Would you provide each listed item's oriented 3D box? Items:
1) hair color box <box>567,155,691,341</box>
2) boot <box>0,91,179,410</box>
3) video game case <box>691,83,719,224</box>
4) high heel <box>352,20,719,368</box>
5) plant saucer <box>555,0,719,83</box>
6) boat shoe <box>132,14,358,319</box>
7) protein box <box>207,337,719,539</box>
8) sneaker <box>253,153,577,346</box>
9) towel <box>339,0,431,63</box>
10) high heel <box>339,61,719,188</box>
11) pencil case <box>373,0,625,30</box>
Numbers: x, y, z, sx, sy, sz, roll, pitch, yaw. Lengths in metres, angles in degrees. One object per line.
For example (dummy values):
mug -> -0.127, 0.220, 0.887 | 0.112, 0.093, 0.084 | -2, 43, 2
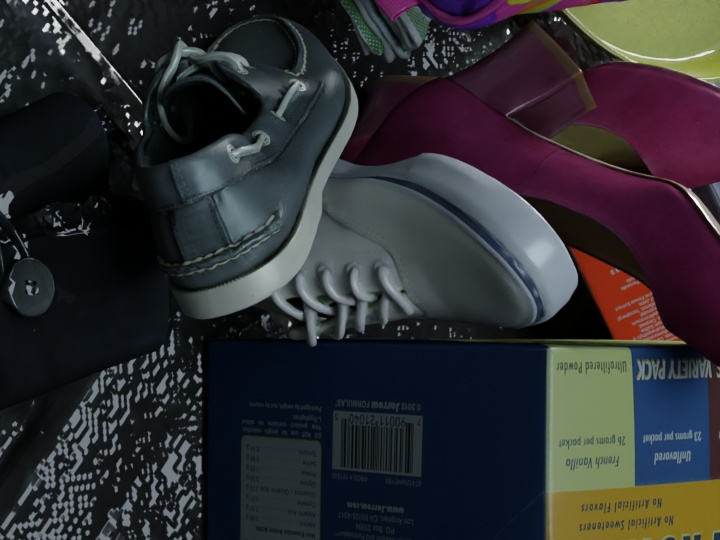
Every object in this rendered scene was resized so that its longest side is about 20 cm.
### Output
hair color box -> 0.146, 0.017, 1.023 | 0.201, 0.064, 0.111 | 61, 9, -22
boot -> -0.132, 0.048, 0.784 | 0.168, 0.076, 0.201 | -22, 98, -38
video game case -> 0.243, -0.054, 1.156 | 0.200, 0.019, 0.144 | -26, 92, -42
high heel -> 0.080, -0.005, 0.825 | 0.096, 0.200, 0.067 | -36, 140, 0
plant saucer -> 0.135, -0.181, 1.046 | 0.199, 0.031, 0.201 | 10, 69, -29
boat shoe -> -0.047, -0.059, 0.821 | 0.200, 0.072, 0.062 | -84, 150, -59
protein box -> 0.048, 0.128, 0.870 | 0.134, 0.198, 0.201 | 1, 89, -42
sneaker -> 0.000, 0.000, 0.832 | 0.071, 0.200, 0.073 | -46, 119, -23
towel -> 0.030, -0.206, 0.907 | 0.201, 0.031, 0.150 | -60, 140, -32
high heel -> 0.070, -0.034, 0.899 | 0.096, 0.199, 0.067 | -67, 150, -28
pencil case -> 0.083, -0.147, 0.903 | 0.200, 0.088, 0.089 | -16, 100, -54
